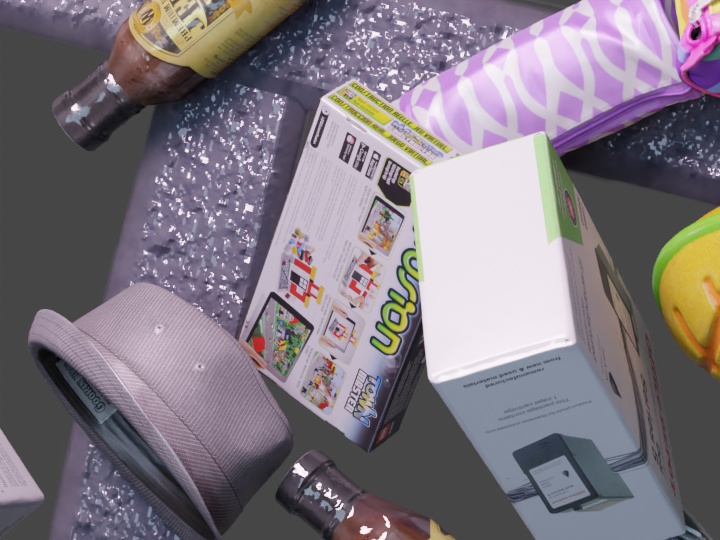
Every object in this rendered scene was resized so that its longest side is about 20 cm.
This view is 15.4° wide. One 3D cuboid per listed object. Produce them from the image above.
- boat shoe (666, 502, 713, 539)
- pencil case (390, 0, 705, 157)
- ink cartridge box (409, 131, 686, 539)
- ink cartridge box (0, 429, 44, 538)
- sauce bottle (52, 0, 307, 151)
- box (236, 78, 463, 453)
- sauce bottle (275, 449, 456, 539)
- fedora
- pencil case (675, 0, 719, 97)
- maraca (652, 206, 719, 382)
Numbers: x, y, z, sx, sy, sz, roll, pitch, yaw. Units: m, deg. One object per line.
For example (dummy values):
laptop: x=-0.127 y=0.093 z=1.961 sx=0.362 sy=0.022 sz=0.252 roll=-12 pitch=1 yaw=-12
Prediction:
boat shoe: x=0.207 y=0.201 z=1.504 sx=0.200 sy=0.062 sz=0.073 roll=45 pitch=104 yaw=17
pencil case: x=0.105 y=-0.097 z=1.541 sx=0.199 sy=0.084 sz=0.086 roll=-29 pitch=49 yaw=19
ink cartridge box: x=0.103 y=0.047 z=1.454 sx=0.084 sy=0.200 sz=0.146 roll=-17 pitch=50 yaw=15
ink cartridge box: x=-0.303 y=0.111 z=1.630 sx=0.084 sy=0.200 sz=0.145 roll=-39 pitch=75 yaw=15
sauce bottle: x=-0.104 y=-0.147 z=1.636 sx=0.200 sy=0.065 sz=0.065 roll=-39 pitch=75 yaw=15
box: x=0.000 y=0.000 z=1.557 sx=0.110 sy=0.035 sz=0.201 roll=36 pitch=130 yaw=18
sauce bottle: x=0.036 y=0.181 z=1.570 sx=0.200 sy=0.066 sz=0.066 roll=40 pitch=102 yaw=17
fedora: x=-0.108 y=0.083 z=1.597 sx=0.090 sy=0.177 sz=0.200 roll=-40 pitch=66 yaw=-15
pencil case: x=0.207 y=-0.193 z=1.477 sx=0.088 sy=0.088 sz=0.201 roll=-13 pitch=62 yaw=20
maraca: x=0.256 y=0.012 z=1.460 sx=0.199 sy=0.137 sz=0.107 roll=-6 pitch=47 yaw=28
